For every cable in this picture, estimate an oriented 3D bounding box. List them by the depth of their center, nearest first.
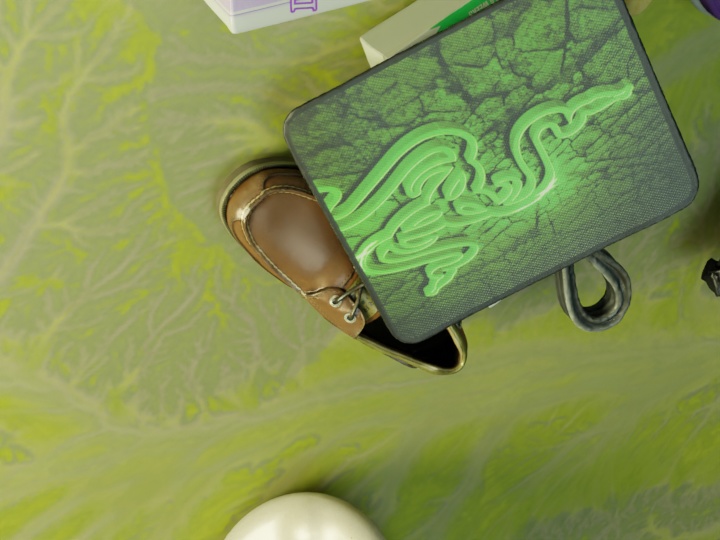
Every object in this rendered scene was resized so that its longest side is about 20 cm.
[{"bbox_3d":[0.127,-0.030,0.917,0.097,0.050,0.201,-24,126,-18],"label":"cable"}]

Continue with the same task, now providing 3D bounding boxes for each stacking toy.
[{"bbox_3d":[-0.005,0.237,1.071,0.146,0.146,0.200,-47,152,8],"label":"stacking toy"}]

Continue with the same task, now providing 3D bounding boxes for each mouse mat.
[{"bbox_3d":[0.075,-0.062,0.854,0.199,0.008,0.162,-27,113,7],"label":"mouse mat"}]

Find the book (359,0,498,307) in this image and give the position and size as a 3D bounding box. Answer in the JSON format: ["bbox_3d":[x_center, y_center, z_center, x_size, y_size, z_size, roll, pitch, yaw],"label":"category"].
[{"bbox_3d":[0.090,-0.092,0.919,0.133,0.048,0.201,-34,132,-10],"label":"book"}]

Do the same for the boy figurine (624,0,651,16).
[{"bbox_3d":[0.160,-0.233,0.830,0.123,0.065,0.201,-5,131,3],"label":"boy figurine"}]

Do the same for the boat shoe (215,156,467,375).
[{"bbox_3d":[0.000,0.000,0.911,0.072,0.068,0.200,-49,132,11],"label":"boat shoe"}]

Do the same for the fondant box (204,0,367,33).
[{"bbox_3d":[0.012,-0.214,0.767,0.199,0.058,0.145,-17,129,-19],"label":"fondant box"}]

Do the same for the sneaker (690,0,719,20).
[{"bbox_3d":[0.241,-0.227,0.876,0.080,0.089,0.201,-11,129,-26],"label":"sneaker"}]

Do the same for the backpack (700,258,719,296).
[{"bbox_3d":[0.364,-0.041,1.031,0.147,0.183,0.201,-10,128,-54],"label":"backpack"}]
